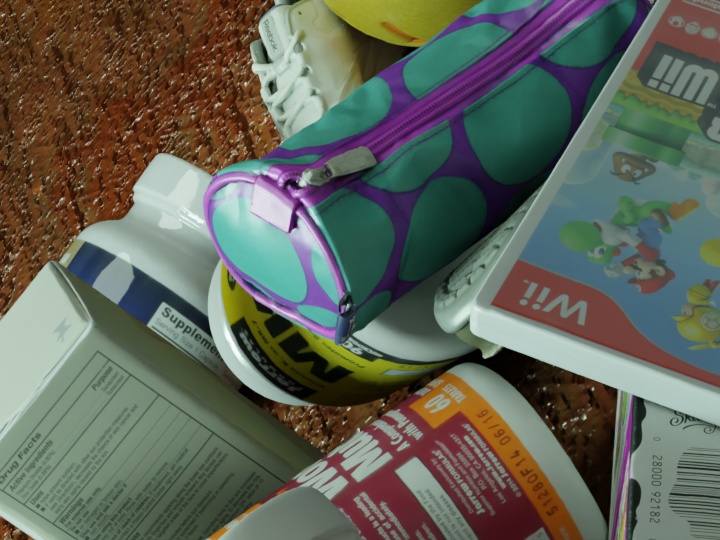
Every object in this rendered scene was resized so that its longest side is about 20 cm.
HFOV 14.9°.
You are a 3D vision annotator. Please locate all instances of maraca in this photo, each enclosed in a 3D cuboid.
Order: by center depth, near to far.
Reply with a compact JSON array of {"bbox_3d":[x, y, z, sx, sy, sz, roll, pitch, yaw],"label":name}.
[{"bbox_3d":[0.029,-0.183,1.475,0.200,0.136,0.108,-103,13,-66],"label":"maraca"}]

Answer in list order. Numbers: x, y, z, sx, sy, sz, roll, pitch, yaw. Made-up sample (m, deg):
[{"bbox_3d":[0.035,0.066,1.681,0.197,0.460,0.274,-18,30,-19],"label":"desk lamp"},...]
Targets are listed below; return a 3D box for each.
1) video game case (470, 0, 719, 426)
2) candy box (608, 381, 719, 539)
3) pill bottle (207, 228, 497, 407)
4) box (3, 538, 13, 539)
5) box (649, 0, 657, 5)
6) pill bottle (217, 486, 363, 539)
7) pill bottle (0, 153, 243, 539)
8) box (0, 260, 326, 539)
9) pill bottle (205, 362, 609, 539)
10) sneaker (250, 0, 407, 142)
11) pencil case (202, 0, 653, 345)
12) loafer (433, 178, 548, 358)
[{"bbox_3d":[0.144,-0.025,1.012,0.142,0.018,0.200,20,50,16],"label":"video game case"},{"bbox_3d":[0.125,0.072,1.027,0.061,0.137,0.201,4,48,3],"label":"candy box"},{"bbox_3d":[0.000,0.000,1.260,0.115,0.114,0.200,-62,9,-19],"label":"pill bottle"},{"bbox_3d":[-0.099,0.226,1.120,0.021,0.201,0.163,-24,25,-12],"label":"box"},{"bbox_3d":[0.171,-0.155,1.267,0.200,0.086,0.164,-56,30,-9],"label":"box"},{"bbox_3d":[0.019,0.178,0.978,0.200,0.116,0.116,44,96,17],"label":"pill bottle"},{"bbox_3d":[-0.121,0.047,1.422,0.201,0.116,0.116,-56,29,-10],"label":"pill bottle"},{"bbox_3d":[-0.083,0.094,1.227,0.095,0.200,0.078,-48,29,4],"label":"box"},{"bbox_3d":[-0.005,0.134,1.108,0.200,0.110,0.110,-34,27,-11],"label":"pill bottle"},{"bbox_3d":[-0.025,-0.091,1.471,0.074,0.087,0.201,-35,34,25],"label":"sneaker"},{"bbox_3d":[0.036,-0.055,1.127,0.200,0.085,0.093,-37,-19,-23],"label":"pencil case"},{"bbox_3d":[0.102,-0.007,1.136,0.075,0.070,0.200,-44,-8,38],"label":"loafer"}]
